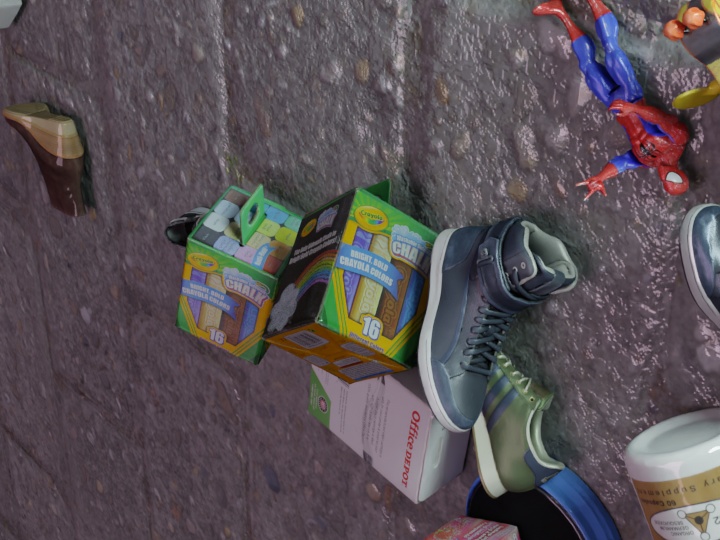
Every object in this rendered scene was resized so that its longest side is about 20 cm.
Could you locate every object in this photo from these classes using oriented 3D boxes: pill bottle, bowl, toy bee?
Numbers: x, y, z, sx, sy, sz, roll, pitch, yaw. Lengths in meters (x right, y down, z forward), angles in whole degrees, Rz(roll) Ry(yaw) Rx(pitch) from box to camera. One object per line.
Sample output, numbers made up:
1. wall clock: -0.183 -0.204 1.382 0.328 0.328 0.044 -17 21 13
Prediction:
1. pill bottle: 0.310 0.229 0.897 0.114 0.114 0.202 -18 94 53
2. bowl: 0.194 0.295 1.140 0.200 0.039 0.202 27 128 41
3. toy bee: 0.264 -0.160 0.758 0.200 0.108 0.131 51 142 20

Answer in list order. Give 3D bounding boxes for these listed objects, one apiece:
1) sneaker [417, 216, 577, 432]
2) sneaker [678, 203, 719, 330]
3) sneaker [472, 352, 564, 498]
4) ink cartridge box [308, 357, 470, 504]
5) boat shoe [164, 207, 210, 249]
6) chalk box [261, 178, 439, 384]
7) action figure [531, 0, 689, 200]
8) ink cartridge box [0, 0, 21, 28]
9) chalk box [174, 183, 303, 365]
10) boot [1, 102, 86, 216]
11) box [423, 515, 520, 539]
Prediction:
1. sneaker: 0.130 0.048 0.999 0.145 0.076 0.205 -11 71 47
2. sneaker: 0.333 0.029 0.782 0.203 0.077 0.146 59 155 -5
3. sneaker: 0.156 0.127 1.088 0.089 0.067 0.202 -15 81 24
4. ink cartridge box: 0.034 0.148 1.224 0.199 0.084 0.147 35 134 35
5. boat shoe: -0.198 -0.049 1.424 0.198 0.068 0.074 16 121 46
6. chalk box: 0.000 0.000 1.127 0.123 0.202 0.124 29 154 -24
7. action figure: 0.197 -0.141 0.864 0.201 0.099 0.065 58 144 8
8. ink cartridge box: -0.665 -0.453 1.675 0.084 0.199 0.147 -29 86 51
9. chalk box: -0.138 -0.010 1.295 0.123 0.125 0.201 25 133 6
10. boot: -0.529 -0.186 1.762 0.199 0.072 0.168 22 123 39
11. box: 0.083 0.351 1.107 0.095 0.199 0.101 -2 108 49
